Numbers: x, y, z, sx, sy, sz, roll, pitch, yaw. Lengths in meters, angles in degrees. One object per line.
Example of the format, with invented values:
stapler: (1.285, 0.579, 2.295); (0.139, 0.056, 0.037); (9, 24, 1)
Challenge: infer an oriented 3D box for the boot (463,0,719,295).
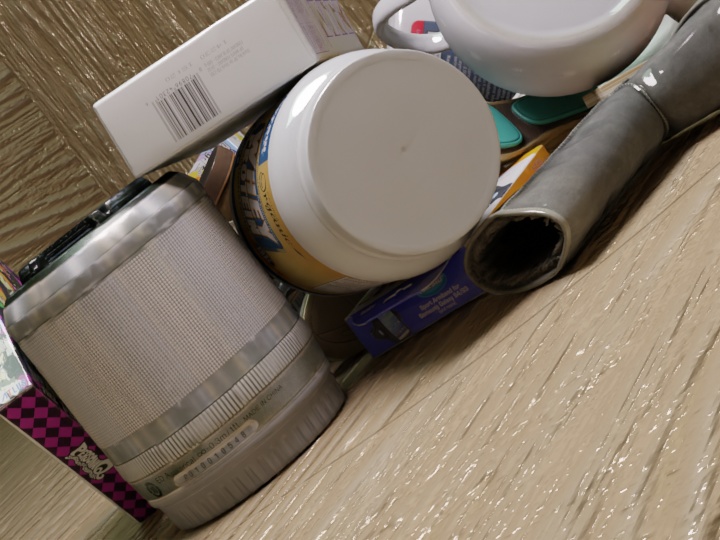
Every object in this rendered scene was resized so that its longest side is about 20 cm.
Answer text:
boot: (0.162, -0.082, 0.972); (0.200, 0.073, 0.182); (-35, -10, -40)

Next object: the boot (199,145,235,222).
boot: (-0.122, -0.005, 1.305); (0.074, 0.075, 0.201); (-90, 24, -55)

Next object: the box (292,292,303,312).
box: (-0.009, -0.053, 1.397); (0.199, 0.133, 0.115); (-30, 7, 43)

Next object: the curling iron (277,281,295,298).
curling iron: (-0.002, -0.060, 1.185); (0.201, 0.025, 0.050); (-57, -17, -15)

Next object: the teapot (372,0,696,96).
teapot: (0.140, -0.209, 1.207); (0.198, 0.200, 0.146); (-47, -18, -11)

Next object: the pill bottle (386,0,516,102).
pill bottle: (0.125, -0.202, 1.414); (0.198, 0.121, 0.120); (4, 7, -2)

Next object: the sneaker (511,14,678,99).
sneaker: (0.186, -0.168, 1.331); (0.199, 0.089, 0.075); (-36, 6, 11)

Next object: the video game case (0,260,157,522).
video game case: (-0.228, 0.073, 1.142); (0.036, 0.200, 0.182); (-36, 52, 0)

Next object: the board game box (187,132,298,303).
board game box: (-0.119, -0.002, 1.358); (0.201, 0.134, 0.034); (-57, -19, 20)

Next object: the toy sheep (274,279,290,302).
toy sheep: (-0.114, 0.058, 1.241); (0.138, 0.138, 0.201); (-27, 30, 56)

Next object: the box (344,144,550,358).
box: (0.068, -0.010, 1.126); (0.119, 0.042, 0.200); (-33, 11, 35)

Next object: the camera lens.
camera lens: (-0.126, 0.049, 1.049); (0.159, 0.201, 0.160); (-37, 7, 5)

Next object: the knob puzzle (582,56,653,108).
knob puzzle: (0.258, -0.164, 1.169); (0.218, 0.031, 0.220); (-30, 1, 1)

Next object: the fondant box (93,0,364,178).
fondant box: (-0.083, -0.133, 1.078); (0.144, 0.059, 0.200); (-31, 5, 13)

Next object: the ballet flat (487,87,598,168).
ballet flat: (0.111, -0.098, 1.216); (0.199, 0.069, 0.063); (-15, -43, -33)

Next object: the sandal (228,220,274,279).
sandal: (-0.108, -0.007, 1.172); (0.199, 0.080, 0.054); (-34, -37, -21)

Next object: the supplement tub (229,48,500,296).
supplement tub: (0.000, -0.061, 1.022); (0.144, 0.145, 0.200); (-39, 5, -15)

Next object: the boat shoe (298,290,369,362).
boat shoe: (0.000, 0.000, 1.218); (0.065, 0.072, 0.201); (-44, 16, 50)
